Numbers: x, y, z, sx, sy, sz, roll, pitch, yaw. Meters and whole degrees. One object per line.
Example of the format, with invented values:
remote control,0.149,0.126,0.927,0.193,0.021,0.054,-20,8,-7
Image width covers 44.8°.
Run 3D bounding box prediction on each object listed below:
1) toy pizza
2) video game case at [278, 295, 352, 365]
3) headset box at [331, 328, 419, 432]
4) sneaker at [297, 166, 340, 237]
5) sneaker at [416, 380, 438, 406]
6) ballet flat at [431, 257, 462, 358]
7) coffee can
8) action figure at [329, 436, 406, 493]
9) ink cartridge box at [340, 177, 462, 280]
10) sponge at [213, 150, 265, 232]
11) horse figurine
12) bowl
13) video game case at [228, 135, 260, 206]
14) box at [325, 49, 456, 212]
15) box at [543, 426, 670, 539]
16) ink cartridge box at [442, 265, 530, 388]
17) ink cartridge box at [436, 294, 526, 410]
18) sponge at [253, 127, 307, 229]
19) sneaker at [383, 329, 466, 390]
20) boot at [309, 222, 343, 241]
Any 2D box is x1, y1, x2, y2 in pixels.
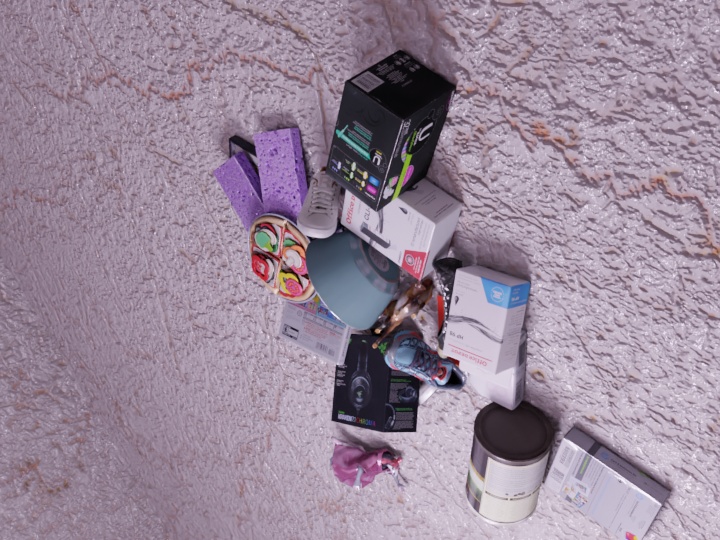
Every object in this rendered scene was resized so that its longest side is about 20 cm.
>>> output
toy pizza,-0.163,-0.020,1.776,0.199,0.032,0.201,21,127,31
video game case,-0.087,0.082,1.850,0.199,0.022,0.183,20,99,43
headset box,0.033,0.220,1.788,0.174,0.092,0.201,1,85,51
sneaker,-0.076,-0.133,1.613,0.072,0.200,0.085,6,120,-1
sneaker,0.099,0.239,1.814,0.085,0.073,0.200,51,145,-1
ballet flat,0.152,0.067,1.585,0.056,0.067,0.201,2,114,1
coffee can,0.279,0.367,1.658,0.146,0.146,0.201,29,137,29
action figure,0.030,0.457,2.077,0.200,0.134,0.150,-26,56,41
ink cartridge box,0.068,-0.103,1.566,0.200,0.084,0.145,37,141,23
sponge,-0.233,-0.146,1.853,0.111,0.030,0.201,-20,103,54
horse figurine,0.085,0.068,1.672,0.050,0.133,0.200,43,133,-3
bowl,0.000,0.000,1.657,0.105,0.201,0.201,-34,92,28
video game case,-0.204,-0.169,1.863,0.200,0.025,0.181,33,139,26
box,0.045,-0.228,1.435,0.124,0.148,0.201,38,141,19
box,0.444,0.396,1.589,0.200,0.041,0.156,34,140,26
ink cartridge box,0.215,0.104,1.524,0.115,0.067,0.201,19,109,37
ink cartridge box,0.216,0.153,1.640,0.199,0.057,0.163,20,132,32
sponge,-0.155,-0.180,1.747,0.111,0.030,0.201,1,102,42
sneaker,0.130,0.173,1.642,0.200,0.080,0.095,28,176,-41
boot,-0.095,-0.025,1.798,0.090,0.073,0.201,29,124,25
